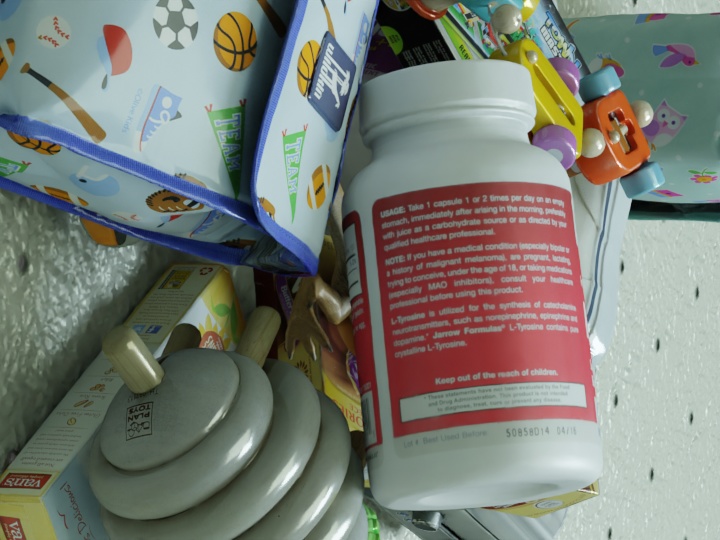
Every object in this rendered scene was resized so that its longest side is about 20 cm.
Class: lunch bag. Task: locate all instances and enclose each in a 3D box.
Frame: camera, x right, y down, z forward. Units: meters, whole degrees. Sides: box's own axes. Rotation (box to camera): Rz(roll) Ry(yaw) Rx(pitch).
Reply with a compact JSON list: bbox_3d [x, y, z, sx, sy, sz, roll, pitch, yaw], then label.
[{"bbox_3d":[-0.080,-0.103,1.337,0.199,0.124,0.171,23,74,-35],"label":"lunch bag"},{"bbox_3d":[0.213,-0.093,1.912,0.200,0.170,0.123,22,73,-58],"label":"lunch bag"}]

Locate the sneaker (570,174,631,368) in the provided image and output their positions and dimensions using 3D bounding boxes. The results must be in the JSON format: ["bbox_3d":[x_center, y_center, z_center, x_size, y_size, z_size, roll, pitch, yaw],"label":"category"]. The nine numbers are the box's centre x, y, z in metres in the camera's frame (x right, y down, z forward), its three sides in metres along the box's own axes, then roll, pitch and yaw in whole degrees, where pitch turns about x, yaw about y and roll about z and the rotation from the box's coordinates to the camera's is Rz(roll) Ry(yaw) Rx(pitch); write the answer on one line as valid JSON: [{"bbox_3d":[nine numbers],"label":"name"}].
[{"bbox_3d":[0.102,-0.033,1.583,0.071,0.073,0.201,37,35,-29],"label":"sneaker"}]

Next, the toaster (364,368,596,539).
[{"bbox_3d":[0.071,0.073,1.726,0.129,0.113,0.201,54,44,-56],"label":"toaster"}]

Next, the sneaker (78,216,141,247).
[{"bbox_3d":[-0.075,-0.057,1.474,0.200,0.075,0.092,-51,143,-45],"label":"sneaker"}]

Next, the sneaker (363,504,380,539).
[{"bbox_3d":[-0.043,0.183,1.542,0.200,0.083,0.077,-58,165,-52],"label":"sneaker"}]

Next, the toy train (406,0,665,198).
[{"bbox_3d":[0.083,-0.114,1.509,0.201,0.055,0.150,63,24,-7],"label":"toy train"}]

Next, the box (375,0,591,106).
[{"bbox_3d":[0.049,-0.150,1.547,0.200,0.035,0.110,60,39,-18],"label":"box"}]

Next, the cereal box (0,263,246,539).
[{"bbox_3d":[-0.105,0.109,1.463,0.200,0.039,0.144,-52,136,-47],"label":"cereal box"}]

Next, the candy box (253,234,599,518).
[{"bbox_3d":[0.037,0.059,1.561,0.199,0.056,0.117,14,63,-38],"label":"candy box"}]

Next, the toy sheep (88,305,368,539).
[{"bbox_3d":[-0.062,0.096,1.375,0.200,0.137,0.138,51,47,-28],"label":"toy sheep"}]

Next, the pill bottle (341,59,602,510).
[{"bbox_3d":[0.050,0.008,1.393,0.112,0.112,0.201,15,67,-62],"label":"pill bottle"}]

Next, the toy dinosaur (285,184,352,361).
[{"bbox_3d":[0.000,0.000,1.484,0.201,0.060,0.106,61,31,-18],"label":"toy dinosaur"}]

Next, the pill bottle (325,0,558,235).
[{"bbox_3d":[0.037,-0.102,1.637,0.200,0.112,0.113,-53,138,-47],"label":"pill bottle"}]
